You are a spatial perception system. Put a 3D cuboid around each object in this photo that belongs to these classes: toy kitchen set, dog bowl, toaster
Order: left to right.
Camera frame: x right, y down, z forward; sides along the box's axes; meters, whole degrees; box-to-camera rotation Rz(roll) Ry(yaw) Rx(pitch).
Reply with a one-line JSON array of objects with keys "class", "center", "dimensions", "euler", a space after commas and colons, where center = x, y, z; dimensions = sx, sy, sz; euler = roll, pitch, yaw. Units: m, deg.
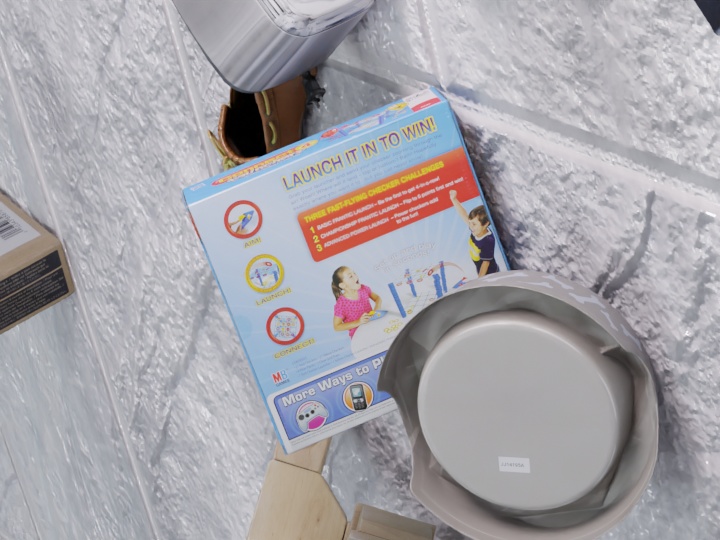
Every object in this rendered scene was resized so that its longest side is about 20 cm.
[{"class": "toaster", "center": [-0.066, -0.218, 1.644], "dimensions": [0.201, 0.113, 0.129], "euler": [61, 153, 4]}, {"class": "toy kitchen set", "center": [0.023, 0.177, 1.930], "dimensions": [0.198, 0.182, 0.163], "euler": [17, 152, -2]}, {"class": "dog bowl", "center": [0.112, 0.091, 1.582], "dimensions": [0.198, 0.059, 0.202], "euler": [8, 116, 17]}]

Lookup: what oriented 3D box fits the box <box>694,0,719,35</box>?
[{"class": "box", "center": [0.189, -0.239, 1.102], "dimensions": [0.201, 0.147, 0.104], "euler": [59, 155, 6]}]

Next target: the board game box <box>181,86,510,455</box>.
[{"class": "board game box", "center": [0.000, 0.000, 1.639], "dimensions": [0.056, 0.198, 0.197], "euler": [-121, 10, -74]}]

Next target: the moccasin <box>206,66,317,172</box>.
[{"class": "moccasin", "center": [-0.084, -0.107, 1.828], "dimensions": [0.074, 0.077, 0.202], "euler": [53, 154, 15]}]

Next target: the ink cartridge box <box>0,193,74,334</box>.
[{"class": "ink cartridge box", "center": [-0.426, -0.006, 2.472], "dimensions": [0.200, 0.164, 0.076], "euler": [34, 144, 43]}]
